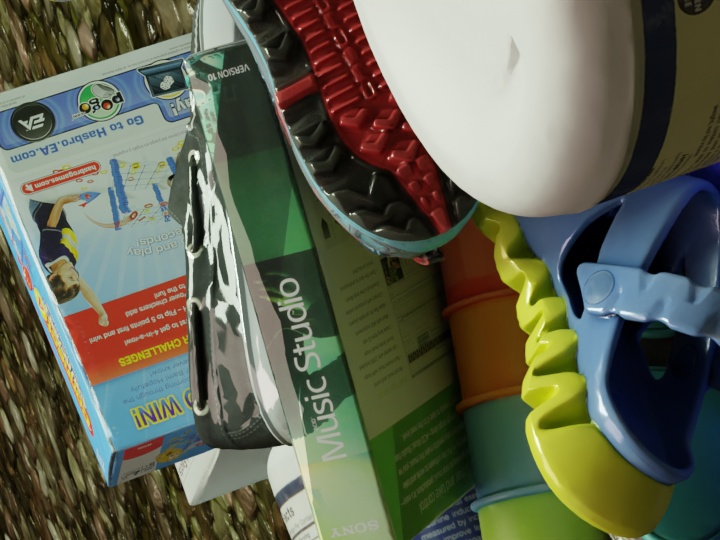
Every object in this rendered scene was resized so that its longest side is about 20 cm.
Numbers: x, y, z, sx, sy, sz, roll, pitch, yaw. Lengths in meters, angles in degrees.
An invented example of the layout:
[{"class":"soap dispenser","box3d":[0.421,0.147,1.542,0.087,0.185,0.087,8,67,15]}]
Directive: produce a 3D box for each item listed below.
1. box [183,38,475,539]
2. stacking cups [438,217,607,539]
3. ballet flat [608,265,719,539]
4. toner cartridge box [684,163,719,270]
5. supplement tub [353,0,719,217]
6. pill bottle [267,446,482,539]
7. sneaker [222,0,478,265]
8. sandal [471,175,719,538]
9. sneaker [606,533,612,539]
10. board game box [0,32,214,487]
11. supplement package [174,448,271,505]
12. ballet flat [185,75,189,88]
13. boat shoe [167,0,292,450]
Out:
[{"class":"box","box3d":[0.000,0.000,0.989,0.144,0.036,0.201,-27,-79,-65]},{"class":"stacking cups","box3d":[0.067,0.071,0.993,0.061,0.060,0.201,128,135,-69]},{"class":"ballet flat","box3d":[0.107,0.044,0.954,0.075,0.067,0.201,104,165,-51]},{"class":"toner cartridge box","box3d":[0.162,0.023,0.874,0.201,0.043,0.095,70,162,3]},{"class":"supplement tub","box3d":[0.105,-0.109,0.655,0.145,0.199,0.145,56,157,39]},{"class":"pill bottle","box3d":[0.025,0.110,1.116,0.201,0.111,0.111,67,162,12]},{"class":"sneaker","box3d":[-0.018,-0.091,0.896,0.096,0.079,0.201,95,156,-75]},{"class":"sandal","box3d":[0.093,-0.006,0.878,0.079,0.087,0.201,28,-145,-43]},{"class":"sneaker","box3d":[0.106,0.062,1.028,0.200,0.076,0.081,52,153,40]},{"class":"board game box","box3d":[-0.070,-0.019,1.257,0.056,0.199,0.197,113,136,-65]},{"class":"supplement package","box3d":[-0.074,0.012,1.432,0.201,0.116,0.117,65,161,15]},{"class":"ballet flat","box3d":[-0.026,-0.065,1.115,0.076,0.064,0.200,62,176,-34]},{"class":"boat shoe","box3d":[-0.050,-0.026,1.004,0.069,0.056,0.201,20,-120,-62]}]
